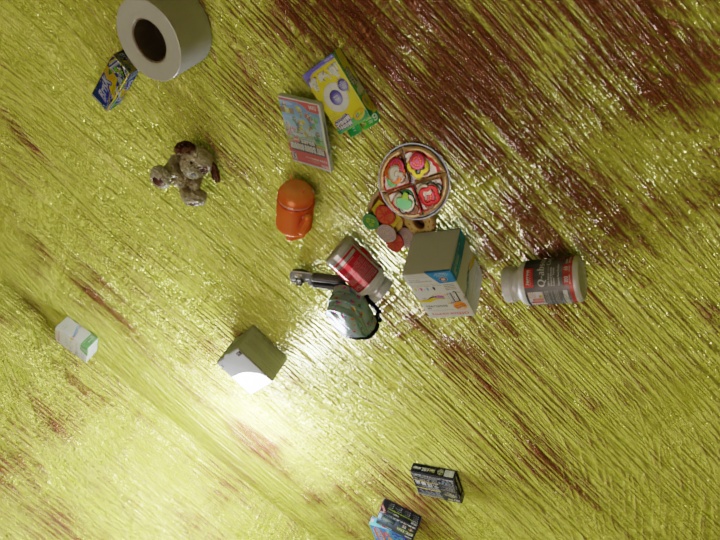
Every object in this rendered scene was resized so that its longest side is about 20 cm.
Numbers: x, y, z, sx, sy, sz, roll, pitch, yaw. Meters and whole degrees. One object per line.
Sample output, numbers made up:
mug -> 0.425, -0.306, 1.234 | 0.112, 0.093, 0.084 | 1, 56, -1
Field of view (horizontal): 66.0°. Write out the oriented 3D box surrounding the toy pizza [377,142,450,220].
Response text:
toy pizza -> 0.135, -0.226, 1.435 | 0.196, 0.032, 0.205 | 9, 115, 19

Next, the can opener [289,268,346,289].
can opener -> -0.139, 0.021, 1.832 | 0.195, 0.068, 0.054 | 6, 131, 8

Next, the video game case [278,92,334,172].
video game case -> -0.145, -0.369, 1.491 | 0.141, 0.017, 0.203 | 22, 141, 28

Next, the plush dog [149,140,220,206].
plush dog -> -0.530, -0.322, 1.727 | 0.170, 0.163, 0.199 | -26, 140, 27

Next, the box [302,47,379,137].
box -> -0.046, -0.434, 1.391 | 0.116, 0.049, 0.201 | -19, 117, 40

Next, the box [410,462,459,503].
box -> 0.316, 0.876, 2.280 | 0.196, 0.049, 0.164 | -1, 124, 31

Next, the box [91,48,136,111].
box -> -0.732, -0.570, 1.662 | 0.070, 0.065, 0.198 | 47, 134, -14

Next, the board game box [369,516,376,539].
board game box -> 0.152, 1.301, 2.734 | 0.196, 0.045, 0.155 | 3, 128, 29

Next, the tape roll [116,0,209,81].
tape roll -> -0.506, -0.617, 1.437 | 0.199, 0.140, 0.206 | 16, 134, 18

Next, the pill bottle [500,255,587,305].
pill bottle -> 0.472, 0.029, 1.429 | 0.196, 0.117, 0.117 | -7, 123, 34

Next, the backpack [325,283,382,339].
backpack -> -0.030, 0.136, 1.787 | 0.163, 0.129, 0.202 | 2, 143, 21

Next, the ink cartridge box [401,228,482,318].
ink cartridge box -> 0.228, 0.012, 1.505 | 0.144, 0.147, 0.201 | -6, 139, 32

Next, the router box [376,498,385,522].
router box -> 0.177, 1.168, 2.595 | 0.196, 0.062, 0.152 | 21, 136, 13

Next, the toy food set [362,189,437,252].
toy food set -> 0.107, -0.140, 1.547 | 0.198, 0.049, 0.198 | 37, 136, -3

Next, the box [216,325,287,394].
box -> -0.436, 0.361, 2.225 | 0.200, 0.131, 0.198 | 45, 135, -11

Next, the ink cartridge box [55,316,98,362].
ink cartridge box -> -1.456, 0.353, 2.842 | 0.198, 0.088, 0.146 | 34, 135, -2

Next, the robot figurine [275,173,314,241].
robot figurine -> -0.192, -0.181, 1.638 | 0.114, 0.146, 0.203 | 10, 133, -1

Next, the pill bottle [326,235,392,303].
pill bottle -> 0.000, 0.000, 1.681 | 0.200, 0.113, 0.112 | 43, 135, -9
